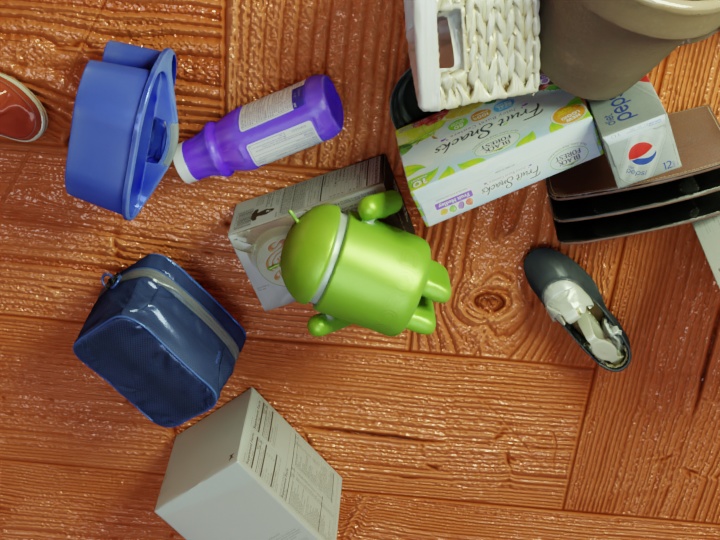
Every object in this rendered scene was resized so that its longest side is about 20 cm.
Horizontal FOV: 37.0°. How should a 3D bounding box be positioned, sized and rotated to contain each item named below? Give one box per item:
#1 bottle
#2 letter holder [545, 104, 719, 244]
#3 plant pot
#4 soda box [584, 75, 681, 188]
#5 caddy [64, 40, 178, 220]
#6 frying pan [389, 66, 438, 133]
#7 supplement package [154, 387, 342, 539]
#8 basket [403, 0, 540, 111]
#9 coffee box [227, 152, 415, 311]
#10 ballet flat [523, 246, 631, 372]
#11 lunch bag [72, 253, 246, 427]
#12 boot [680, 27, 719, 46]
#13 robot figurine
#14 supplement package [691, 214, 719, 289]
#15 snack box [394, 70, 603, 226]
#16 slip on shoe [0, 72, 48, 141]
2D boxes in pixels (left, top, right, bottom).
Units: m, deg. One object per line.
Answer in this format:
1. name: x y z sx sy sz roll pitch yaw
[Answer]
1. bottle: -0.117 -0.155 1.217 0.197 0.084 0.066 -20 119 14
2. letter holder: 0.310 -0.091 1.197 0.197 0.143 0.102 -12 120 10
3. plant pot: 0.241 -0.260 1.019 0.197 0.203 0.175 16 145 -7
4. soda box: 0.274 -0.168 1.118 0.067 0.201 0.064 -19 120 14
5. caddy: -0.253 -0.155 1.193 0.103 0.142 0.202 17 121 -1
6. frying pan: 0.124 -0.188 1.214 0.187 0.031 0.116 3 125 -13
7. supplement package: -0.145 0.302 1.454 0.151 0.151 0.200 -32 115 21
8. basket: 0.106 -0.262 1.077 0.121 0.201 0.137 -6 122 1
9. coffee box: -0.043 -0.044 1.281 0.197 0.080 0.115 -17 119 13
10. ballet flat: 0.274 0.054 1.331 0.073 0.073 0.200 -34 114 21
11. lunch bag: -0.250 0.077 1.340 0.135 0.133 0.200 -25 119 35
12. boot: 0.277 -0.307 1.120 0.183 0.065 0.202 -13 124 9
13. robot figurine: 0.000 0.000 1.190 0.197 0.116 0.177 20 115 -9
14. supplement package: 0.497 -0.023 1.199 0.198 0.192 0.148 -27 117 19
15. snack box: 0.143 -0.137 1.150 0.197 0.143 0.053 -23 124 8
16. slip on shoe: -0.452 -0.202 1.221 0.198 0.061 0.074 29 117 -15
